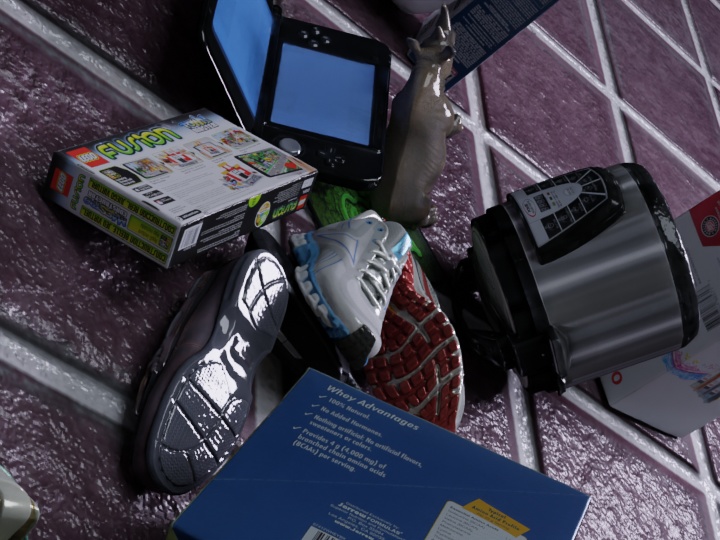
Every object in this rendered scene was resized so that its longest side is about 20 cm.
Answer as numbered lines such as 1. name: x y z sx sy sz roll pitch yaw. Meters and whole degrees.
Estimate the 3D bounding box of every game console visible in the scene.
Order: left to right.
1. game console: -0.049 -0.185 1.328 0.174 0.117 0.201 13 43 -7

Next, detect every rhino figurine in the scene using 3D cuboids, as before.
1. rhino figurine: 0.054 -0.131 1.392 0.059 0.202 0.087 17 14 18

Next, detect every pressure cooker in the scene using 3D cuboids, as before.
1. pressure cooker: 0.178 0.015 1.396 0.176 0.198 0.180 70 2 -78

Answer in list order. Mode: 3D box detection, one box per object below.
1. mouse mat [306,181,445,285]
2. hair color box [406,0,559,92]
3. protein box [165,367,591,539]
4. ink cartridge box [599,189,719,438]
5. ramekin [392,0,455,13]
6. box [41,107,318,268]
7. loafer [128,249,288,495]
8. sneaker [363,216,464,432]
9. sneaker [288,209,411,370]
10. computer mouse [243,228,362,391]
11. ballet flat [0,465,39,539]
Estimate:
1. mouse mat: -0.007 -0.072 1.403 0.160 0.008 0.201 -3 62 -57
2. hair color box: 0.145 -0.277 1.646 0.061 0.199 0.100 46 30 -13
3. protein box: 0.003 0.189 0.925 0.197 0.136 0.200 23 27 11
4. ink cartridge box: 0.338 0.047 1.591 0.144 0.199 0.146 26 40 -44
5. ramekin: 0.087 -0.358 1.659 0.098 0.199 0.201 49 28 -23
6. box: -0.123 -0.063 1.143 0.109 0.035 0.200 29 24 17
7. loafer: -0.108 0.068 1.058 0.072 0.062 0.201 59 39 -33
8. sneaker: 0.043 0.050 1.263 0.082 0.077 0.201 48 20 -50
9. sneaker: 0.000 0.000 1.181 0.075 0.086 0.200 58 5 -24
10. computer mouse: -0.039 0.068 1.146 0.201 0.046 0.140 58 6 -9
11. ballet flat: -0.189 0.154 0.826 0.067 0.070 0.202 18 44 -46
